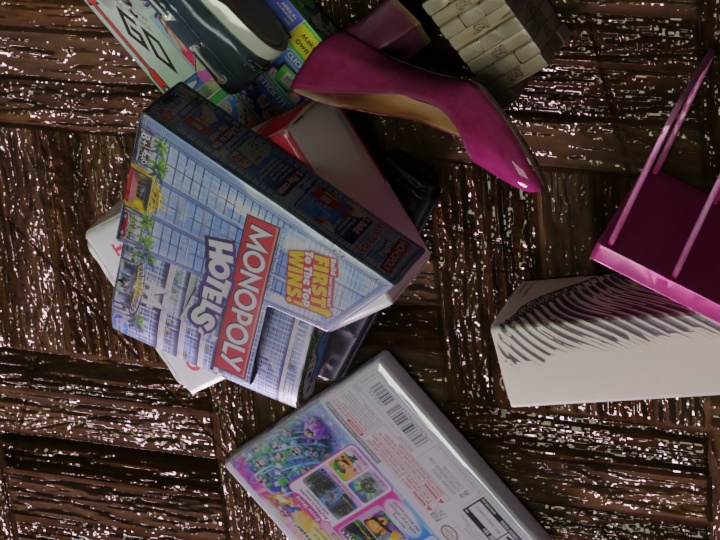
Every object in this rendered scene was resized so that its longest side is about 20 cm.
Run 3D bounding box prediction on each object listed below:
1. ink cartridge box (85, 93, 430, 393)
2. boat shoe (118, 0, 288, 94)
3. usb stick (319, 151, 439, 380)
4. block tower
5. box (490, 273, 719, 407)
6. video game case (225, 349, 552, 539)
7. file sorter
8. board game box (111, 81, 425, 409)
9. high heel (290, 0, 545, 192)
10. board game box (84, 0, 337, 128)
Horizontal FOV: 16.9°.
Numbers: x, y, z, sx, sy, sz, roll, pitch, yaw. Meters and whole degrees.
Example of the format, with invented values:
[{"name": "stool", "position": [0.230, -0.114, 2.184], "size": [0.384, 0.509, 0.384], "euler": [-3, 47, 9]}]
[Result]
[{"name": "ink cartridge box", "position": [-0.074, -0.019, 1.732], "size": [0.200, 0.086, 0.148], "euler": [-23, 105, 35]}, {"name": "boat shoe", "position": [-0.138, -0.204, 1.668], "size": [0.200, 0.075, 0.062], "euler": [42, 114, -14]}, {"name": "usb stick", "position": [0.000, 0.000, 1.778], "size": [0.055, 0.033, 0.200], "euler": [35, 126, 10]}, {"name": "block tower", "position": [0.062, -0.208, 1.622], "size": [0.058, 0.054, 0.200], "euler": [-29, 104, 34]}, {"name": "box", "position": [0.199, 0.045, 1.687], "size": [0.200, 0.082, 0.068], "euler": [-6, 113, 25]}, {"name": "video game case", "position": [0.020, 0.179, 1.874], "size": [0.182, 0.024, 0.200], "euler": [-35, 100, 34]}, {"name": "file sorter", "position": [0.278, -0.039, 1.573], "size": [0.200, 0.139, 0.126], "euler": [27, 121, 7]}, {"name": "board game box", "position": [-0.067, 0.002, 1.651], "size": [0.200, 0.062, 0.200], "euler": [23, 123, 14]}, {"name": "high heel", "position": [0.039, -0.096, 1.627], "size": [0.096, 0.200, 0.067], "euler": [-40, 142, -1]}, {"name": "board game box", "position": [-0.109, -0.185, 1.726], "size": [0.135, 0.029, 0.200], "euler": [-35, 100, 35]}]
